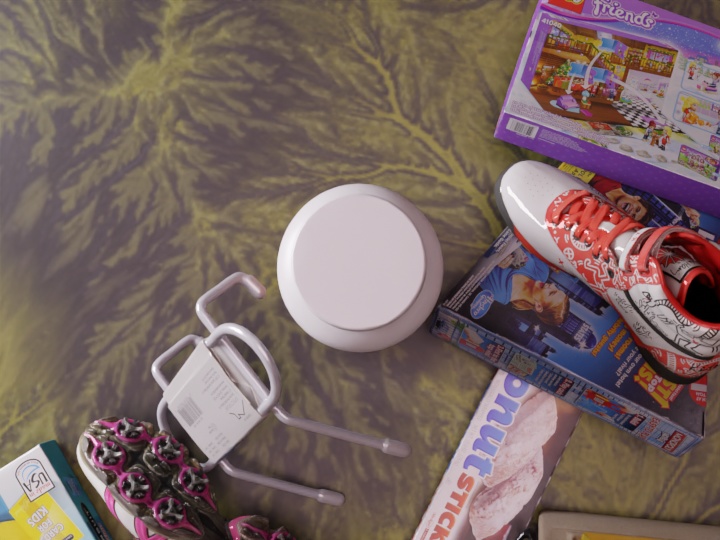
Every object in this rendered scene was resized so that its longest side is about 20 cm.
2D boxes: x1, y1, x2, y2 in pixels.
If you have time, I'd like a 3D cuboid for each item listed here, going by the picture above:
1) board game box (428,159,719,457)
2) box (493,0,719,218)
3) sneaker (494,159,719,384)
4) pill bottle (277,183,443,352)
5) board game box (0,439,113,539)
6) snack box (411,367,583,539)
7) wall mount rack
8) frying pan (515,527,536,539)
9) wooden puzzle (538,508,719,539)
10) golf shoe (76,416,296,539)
[{"bbox_3d":[0.189,0.028,0.922,0.200,0.062,0.200,40,72,10],"label":"board game box"},{"bbox_3d":[0.212,-0.128,0.934,0.199,0.039,0.138,20,65,2],"label":"box"},{"bbox_3d":[0.176,-0.019,0.848,0.067,0.108,0.202,-37,76,-16],"label":"sneaker"},{"bbox_3d":[0.000,0.000,0.874,0.111,0.200,0.113,0,87,1],"label":"pill bottle"},{"bbox_3d":[-0.246,0.252,0.942,0.150,0.047,0.201,-32,87,0],"label":"board game box"},{"bbox_3d":[0.109,0.142,0.952,0.072,0.024,0.201,27,88,4],"label":"snack box"},{"bbox_3d":[-0.065,0.100,0.903,0.074,0.200,0.174,-36,84,-36],"label":"wall mount rack"},{"bbox_3d":[0.070,0.279,0.933,0.114,0.031,0.192,2,87,17],"label":"frying pan"},{"bbox_3d":[0.215,0.247,0.873,0.184,0.201,0.037,5,131,3],"label":"wooden puzzle"},{"bbox_3d":[-0.133,0.191,0.923,0.200,0.073,0.092,41,130,-1],"label":"golf shoe"}]
